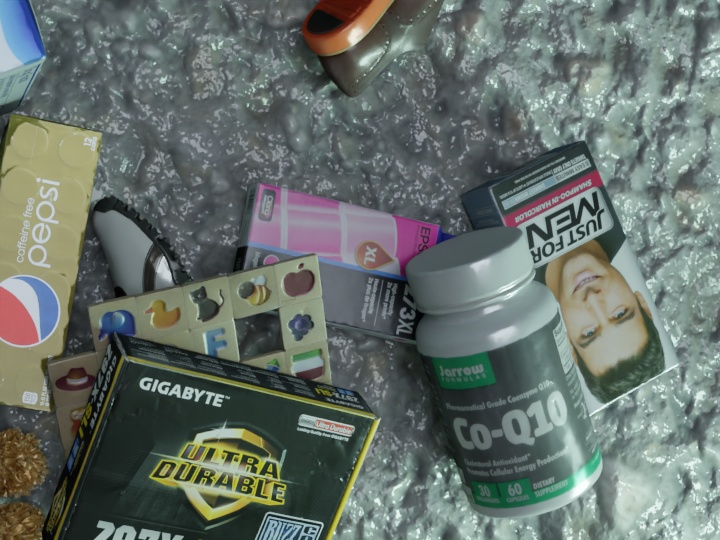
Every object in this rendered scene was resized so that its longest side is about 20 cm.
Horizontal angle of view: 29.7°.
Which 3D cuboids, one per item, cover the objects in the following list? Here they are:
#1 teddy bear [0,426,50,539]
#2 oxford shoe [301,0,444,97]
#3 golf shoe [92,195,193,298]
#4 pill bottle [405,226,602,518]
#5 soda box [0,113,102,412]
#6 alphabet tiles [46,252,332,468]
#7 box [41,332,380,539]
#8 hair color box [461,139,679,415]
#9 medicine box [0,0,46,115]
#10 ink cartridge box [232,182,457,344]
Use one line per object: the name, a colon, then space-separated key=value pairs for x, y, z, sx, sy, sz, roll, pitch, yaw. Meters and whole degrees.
teddy bear: x=-0.311 y=0.159 z=0.928 sx=0.199 sy=0.067 sz=0.146 roll=19 pitch=79 yaw=-18
oxford shoe: x=0.036 y=-0.220 z=1.079 sx=0.200 sy=0.071 sz=0.073 roll=-44 pitch=130 yaw=-19
golf shoe: x=-0.157 y=0.045 z=0.983 sx=0.094 sy=0.078 sz=0.201 roll=-30 pitch=96 yaw=-18
pill bottle: x=0.107 y=0.076 z=1.038 sx=0.112 sy=0.113 sz=0.201 roll=-24 pitch=104 yaw=-19
soda box: x=-0.237 y=-0.004 z=0.964 sx=0.067 sy=0.064 sz=0.202 roll=11 pitch=83 yaw=-18
alphabet tiles: x=-0.115 y=0.087 z=0.962 sx=0.198 sy=0.008 sz=0.169 roll=-13 pitch=114 yaw=-17
box: x=-0.106 y=0.145 z=0.957 sx=0.199 sy=0.049 sz=0.161 roll=17 pitch=104 yaw=-27
hair color box: x=0.171 y=0.008 z=1.106 sx=0.098 sy=0.061 sz=0.201 roll=-26 pitch=96 yaw=-19
medicine box: x=-0.320 y=-0.135 z=0.879 sx=0.199 sy=0.182 sz=0.104 roll=-23 pitch=95 yaw=-19
ink cartridge box: x=0.000 y=0.000 z=1.063 sx=0.198 sy=0.037 sz=0.096 roll=13 pitch=83 yaw=-20
